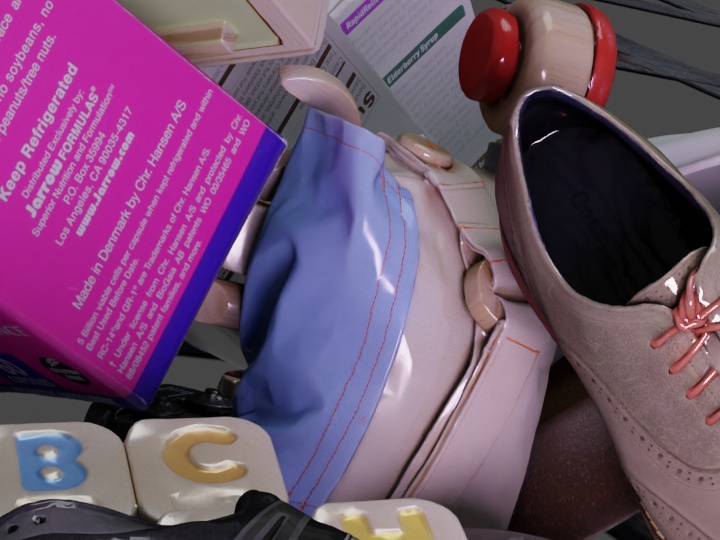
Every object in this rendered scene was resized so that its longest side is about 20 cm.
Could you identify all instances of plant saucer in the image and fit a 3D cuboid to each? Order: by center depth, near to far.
[{"bbox_3d":[0.109,0.029,0.868,0.037,0.200,0.200,54,13,-3],"label":"plant saucer"}]

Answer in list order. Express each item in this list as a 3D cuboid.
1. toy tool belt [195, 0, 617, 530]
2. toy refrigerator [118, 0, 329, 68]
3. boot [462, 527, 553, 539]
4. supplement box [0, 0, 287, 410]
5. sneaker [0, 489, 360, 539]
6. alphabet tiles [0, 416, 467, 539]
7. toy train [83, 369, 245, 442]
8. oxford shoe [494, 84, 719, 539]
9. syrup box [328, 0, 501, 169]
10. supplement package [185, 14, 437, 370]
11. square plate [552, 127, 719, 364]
[{"bbox_3d":[0.000,0.000,0.816,0.122,0.201,0.125,14,4,-22],"label":"toy tool belt"},{"bbox_3d":[-0.112,-0.103,0.850,0.199,0.070,0.076,-5,-29,26],"label":"toy refrigerator"},{"bbox_3d":[0.091,0.132,0.703,0.199,0.074,0.075,22,-10,25],"label":"boot"},{"bbox_3d":[-0.136,-0.052,0.762,0.200,0.104,0.101,40,-23,-32],"label":"supplement box"},{"bbox_3d":[-0.071,0.095,0.521,0.199,0.071,0.083,-19,42,-40],"label":"sneaker"},{"bbox_3d":[-0.063,0.090,0.602,0.199,0.015,0.196,-2,31,-12],"label":"alphabet tiles"},{"bbox_3d":[-0.031,0.052,0.934,0.046,0.034,0.200,11,8,33],"label":"toy train"},{"bbox_3d":[0.095,0.033,0.709,0.200,0.070,0.075,51,-2,24],"label":"oxford shoe"},{"bbox_3d":[0.008,-0.071,1.137,0.079,0.201,0.081,26,58,38],"label":"syrup box"},{"bbox_3d":[-0.079,-0.061,0.983,0.121,0.120,0.200,24,-13,35],"label":"supplement package"},{"bbox_3d":[0.081,-0.004,0.975,0.199,0.029,0.198,-15,-17,20],"label":"square plate"}]
